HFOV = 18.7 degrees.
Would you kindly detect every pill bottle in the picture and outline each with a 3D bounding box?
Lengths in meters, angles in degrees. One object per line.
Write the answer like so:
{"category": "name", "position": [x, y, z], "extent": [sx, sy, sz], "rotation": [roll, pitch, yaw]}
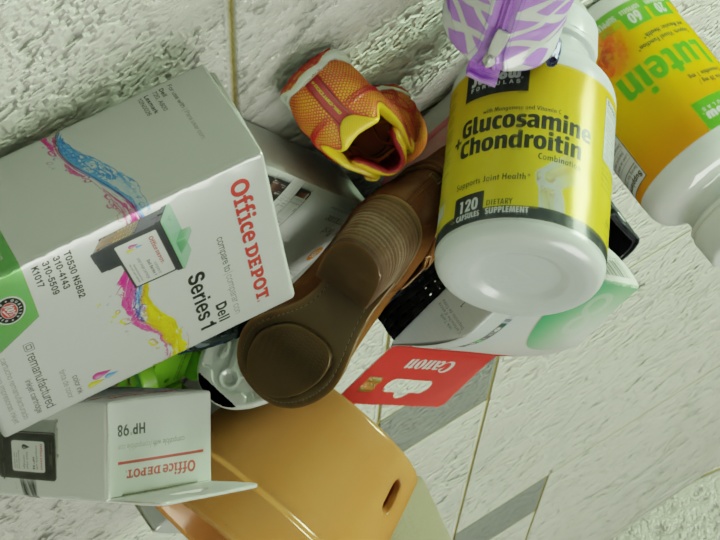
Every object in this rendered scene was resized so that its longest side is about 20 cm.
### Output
{"category": "pill bottle", "position": [0.233, -0.104, 1.610], "extent": [0.111, 0.200, 0.111], "rotation": [-32, 161, -12]}
{"category": "pill bottle", "position": [0.112, -0.079, 1.442], "extent": [0.112, 0.200, 0.112], "rotation": [5, 150, 3]}

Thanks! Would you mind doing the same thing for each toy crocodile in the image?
{"category": "toy crocodile", "position": [-0.157, 0.082, 1.620], "extent": [0.067, 0.062, 0.200], "rotation": [-26, 155, -30]}

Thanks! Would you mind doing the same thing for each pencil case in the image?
{"category": "pencil case", "position": [0.100, -0.199, 1.327], "extent": [0.086, 0.084, 0.200], "rotation": [-61, 171, -31]}

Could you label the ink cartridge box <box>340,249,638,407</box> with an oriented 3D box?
{"category": "ink cartridge box", "position": [0.097, 0.054, 1.657], "extent": [0.200, 0.050, 0.161], "rotation": [-47, 152, 22]}

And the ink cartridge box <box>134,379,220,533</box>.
{"category": "ink cartridge box", "position": [-0.101, 0.148, 1.822], "extent": [0.145, 0.083, 0.200], "rotation": [-40, 160, 12]}

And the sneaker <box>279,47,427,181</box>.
{"category": "sneaker", "position": [0.004, -0.086, 1.451], "extent": [0.073, 0.077, 0.200], "rotation": [-41, 165, 12]}

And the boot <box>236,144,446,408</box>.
{"category": "boot", "position": [0.000, 0.000, 1.510], "extent": [0.155, 0.077, 0.200], "rotation": [-45, 169, -46]}

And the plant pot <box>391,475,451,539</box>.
{"category": "plant pot", "position": [0.004, 0.375, 2.408], "extent": [0.177, 0.200, 0.200], "rotation": [-14, 154, -24]}

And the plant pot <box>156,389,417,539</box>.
{"category": "plant pot", "position": [-0.053, 0.165, 1.633], "extent": [0.140, 0.200, 0.200], "rotation": [-49, 165, -14]}

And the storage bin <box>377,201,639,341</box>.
{"category": "storage bin", "position": [0.108, -0.009, 1.736], "extent": [0.200, 0.094, 0.135], "rotation": [-37, 161, 8]}

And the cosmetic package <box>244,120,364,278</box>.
{"category": "cosmetic package", "position": [-0.069, -0.046, 1.461], "extent": [0.083, 0.051, 0.200], "rotation": [-39, 161, 13]}

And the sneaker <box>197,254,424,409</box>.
{"category": "sneaker", "position": [-0.036, 0.034, 1.626], "extent": [0.200, 0.081, 0.146], "rotation": [-46, 173, -8]}

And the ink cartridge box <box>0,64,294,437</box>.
{"category": "ink cartridge box", "position": [-0.150, -0.011, 1.283], "extent": [0.200, 0.084, 0.145], "rotation": [-26, 144, -12]}

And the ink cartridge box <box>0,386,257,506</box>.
{"category": "ink cartridge box", "position": [-0.179, 0.114, 1.462], "extent": [0.200, 0.067, 0.116], "rotation": [0, -178, 32]}

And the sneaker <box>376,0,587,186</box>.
{"category": "sneaker", "position": [0.109, -0.097, 1.567], "extent": [0.200, 0.105, 0.075], "rotation": [-43, 158, 17]}

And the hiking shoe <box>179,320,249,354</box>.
{"category": "hiking shoe", "position": [-0.162, 0.035, 1.490], "extent": [0.200, 0.074, 0.087], "rotation": [-7, 160, -43]}
